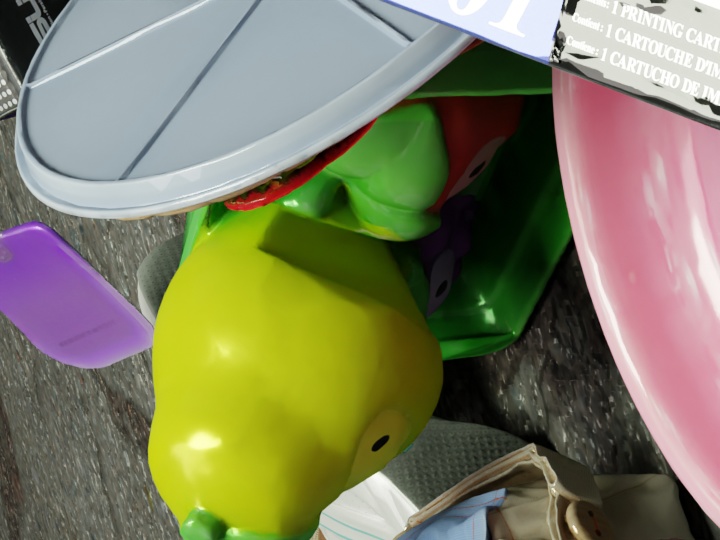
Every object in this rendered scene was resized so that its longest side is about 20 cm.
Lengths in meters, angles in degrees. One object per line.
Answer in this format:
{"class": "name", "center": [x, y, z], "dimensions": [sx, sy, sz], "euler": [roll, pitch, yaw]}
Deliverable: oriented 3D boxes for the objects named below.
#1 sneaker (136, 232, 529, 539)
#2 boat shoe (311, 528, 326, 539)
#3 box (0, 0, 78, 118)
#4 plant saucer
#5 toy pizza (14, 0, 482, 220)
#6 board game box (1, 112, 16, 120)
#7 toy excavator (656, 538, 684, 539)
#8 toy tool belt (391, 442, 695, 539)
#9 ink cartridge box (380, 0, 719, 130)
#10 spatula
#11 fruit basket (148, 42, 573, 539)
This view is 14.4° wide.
{"class": "sneaker", "center": [-0.011, 0.065, 1.073], "dimensions": [0.200, 0.070, 0.080], "euler": [40, 146, 14]}
{"class": "boat shoe", "center": [0.002, 0.099, 1.184], "dimensions": [0.074, 0.076, 0.200], "euler": [35, 140, 9]}
{"class": "box", "center": [-0.201, -0.117, 0.945], "dimensions": [0.200, 0.047, 0.194], "euler": [-19, 100, 44]}
{"class": "plant saucer", "center": [0.117, -0.016, 0.771], "dimensions": [0.200, 0.051, 0.201], "euler": [164, 90, -72]}
{"class": "toy pizza", "center": [-0.013, -0.080, 0.831], "dimensions": [0.032, 0.200, 0.200], "euler": [54, 172, -29]}
{"class": "board game box", "center": [-0.109, -0.135, 1.080], "dimensions": [0.105, 0.199, 0.103], "euler": [92, 153, -42]}
{"class": "toy excavator", "center": [0.125, 0.200, 0.802], "dimensions": [0.100, 0.194, 0.201], "euler": [-44, 37, 45]}
{"class": "toy tool belt", "center": [0.020, 0.140, 0.960], "dimensions": [0.200, 0.123, 0.125], "euler": [-39, 62, 37]}
{"class": "ink cartridge box", "center": [0.074, -0.089, 0.670], "dimensions": [0.200, 0.044, 0.094], "euler": [25, 111, 31]}
{"class": "spatula", "center": [-0.143, -0.048, 0.991], "dimensions": [0.056, 0.021, 0.200], "euler": [-24, 101, 44]}
{"class": "fruit basket", "center": [0.000, 0.000, 0.949], "dimensions": [0.216, 0.155, 0.217], "euler": [178, 90, -78]}
